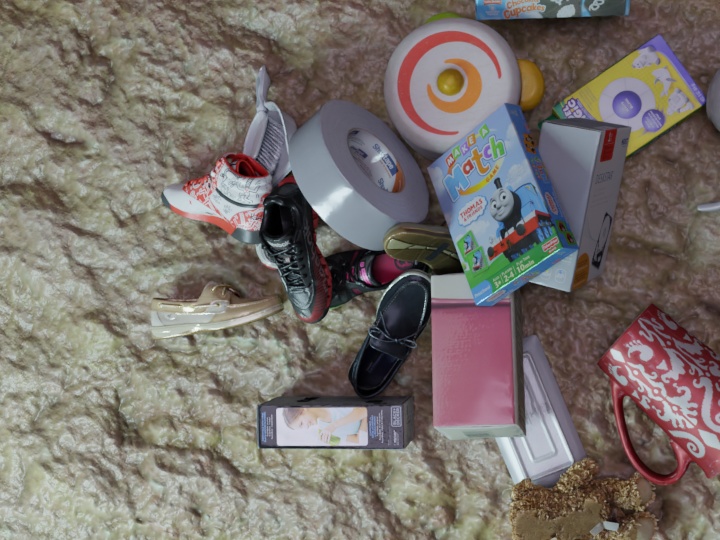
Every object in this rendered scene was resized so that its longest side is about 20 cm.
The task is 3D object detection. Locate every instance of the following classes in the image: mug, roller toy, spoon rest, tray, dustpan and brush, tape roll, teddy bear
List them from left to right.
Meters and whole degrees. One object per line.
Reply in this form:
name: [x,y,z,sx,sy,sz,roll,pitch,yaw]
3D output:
dustpan and brush: [-0.134,-0.205,1.461,0.057,0.139,0.201,24,54,-24]
tape roll: [0.000,-0.127,1.368,0.066,0.200,0.201,-39,80,31]
roller toy: [0.128,-0.238,1.386,0.200,0.140,0.183,39,94,9]
tray: [0.228,0.198,1.402,0.107,0.022,0.201,-23,83,7]
teddy bear: [0.295,0.319,1.365,0.199,0.067,0.146,-21,102,7]
mug: [0.398,0.161,1.313,0.177,0.134,0.200,-42,76,-17]
spoon rest: [0.484,-0.175,1.349,0.060,0.099,0.201,8,97,32]

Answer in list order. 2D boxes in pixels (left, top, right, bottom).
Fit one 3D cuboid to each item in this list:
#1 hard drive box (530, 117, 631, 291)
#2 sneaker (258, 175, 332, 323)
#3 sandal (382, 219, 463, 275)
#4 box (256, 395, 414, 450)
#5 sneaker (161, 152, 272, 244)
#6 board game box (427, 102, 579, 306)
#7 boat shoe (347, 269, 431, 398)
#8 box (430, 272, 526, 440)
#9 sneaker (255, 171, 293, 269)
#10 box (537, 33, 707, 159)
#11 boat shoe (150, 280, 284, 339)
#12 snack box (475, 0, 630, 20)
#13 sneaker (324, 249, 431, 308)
hard drive box: [0.272,-0.088,1.313,0.076,0.156,0.201,14,106,26]
sneaker: [-0.089,-0.022,1.366,0.070,0.098,0.202,-4,101,24]
sandal: [0.100,-0.039,1.359,0.080,0.199,0.054,-37,57,30]
box: [-0.031,0.206,1.401,0.199,0.117,0.061,-1,89,9]
sneaker: [-0.198,-0.119,1.436,0.201,0.067,0.108,24,120,34]
board game box: [0.170,-0.079,1.270,0.151,0.036,0.201,-38,60,41]
boat shoe: [0.043,0.090,1.391,0.074,0.062,0.201,26,110,-8]
box: [0.155,0.113,1.346,0.108,0.128,0.201,-4,73,13]
sneaker: [-0.098,-0.099,1.441,0.077,0.082,0.201,18,92,-4]
box: [0.350,-0.213,1.393,0.200,0.048,0.118,-35,81,8]
boat shoe: [-0.208,0.050,1.462,0.199,0.074,0.070,-11,91,10]
snack box: [0.256,-0.373,1.385,0.199,0.116,0.037,1,121,11]
sneaker: [0.000,0.000,1.422,0.199,0.084,0.077,-20,83,8]
